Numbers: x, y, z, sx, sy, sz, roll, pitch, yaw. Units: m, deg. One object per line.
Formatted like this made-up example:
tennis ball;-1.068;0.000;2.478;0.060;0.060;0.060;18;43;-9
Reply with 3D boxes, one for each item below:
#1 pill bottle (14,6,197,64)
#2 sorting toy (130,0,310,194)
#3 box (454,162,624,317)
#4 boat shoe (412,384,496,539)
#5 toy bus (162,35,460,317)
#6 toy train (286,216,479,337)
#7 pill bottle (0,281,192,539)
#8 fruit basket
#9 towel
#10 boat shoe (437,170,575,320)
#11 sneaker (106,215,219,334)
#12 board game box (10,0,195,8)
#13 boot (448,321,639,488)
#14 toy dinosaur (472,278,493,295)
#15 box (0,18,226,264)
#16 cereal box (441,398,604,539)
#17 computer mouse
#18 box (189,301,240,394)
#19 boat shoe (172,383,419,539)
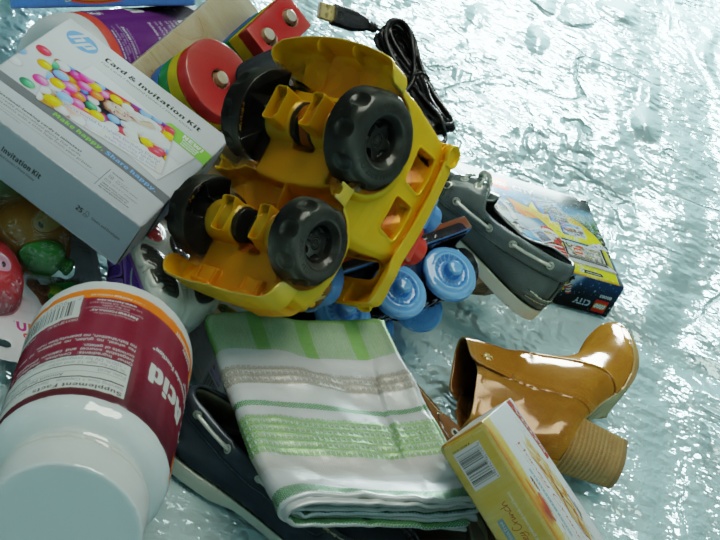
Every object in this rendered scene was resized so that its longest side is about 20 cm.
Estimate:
pill bottle;-0.182;-0.161;1.797;0.112;0.113;0.200;43;32;25
sorting toy;-0.078;-0.120;1.740;0.200;0.070;0.199;53;41;-11
box;0.125;-0.035;1.933;0.200;0.038;0.137;16;31;-21
boat shoe;0.048;0.141;1.564;0.068;0.072;0.200;6;44;-42
toy bus;-0.020;-0.037;1.551;0.136;0.200;0.192;15;-19;41
toy train;0.000;0.000;1.670;0.200;0.087;0.114;-20;75;-35
pill bottle;-0.172;0.103;1.380;0.114;0.114;0.200;22;29;-10
fruit basket;-0.262;-0.019;1.524;0.185;0.094;0.200;14;37;-28
towel;-0.015;0.096;1.475;0.149;0.031;0.200;5;37;-27
boat shoe;0.094;-0.052;1.765;0.200;0.062;0.073;49;21;2
sneaker;-0.168;-0.011;1.597;0.081;0.083;0.200;22;29;-30
board game box;-0.223;-0.252;1.856;0.152;0.045;0.200;-2;12;-7
boot;0.143;0.080;1.727;0.144;0.071;0.201;26;34;-10
toy dinosaur;0.027;-0.004;1.801;0.200;0.061;0.106;20;-1;-6
box;-0.194;-0.097;1.566;0.156;0.041;0.200;37;25;0
cereal box;0.118;0.162;1.485;0.144;0.039;0.200;57;9;3
computer mouse;-0.016;-0.171;1.730;0.200;0.046;0.141;4;49;-35
box;-0.119;0.030;1.619;0.039;0.041;0.200;8;34;-33
boat shoe;-0.042;0.144;1.478;0.200;0.062;0.075;32;30;8
